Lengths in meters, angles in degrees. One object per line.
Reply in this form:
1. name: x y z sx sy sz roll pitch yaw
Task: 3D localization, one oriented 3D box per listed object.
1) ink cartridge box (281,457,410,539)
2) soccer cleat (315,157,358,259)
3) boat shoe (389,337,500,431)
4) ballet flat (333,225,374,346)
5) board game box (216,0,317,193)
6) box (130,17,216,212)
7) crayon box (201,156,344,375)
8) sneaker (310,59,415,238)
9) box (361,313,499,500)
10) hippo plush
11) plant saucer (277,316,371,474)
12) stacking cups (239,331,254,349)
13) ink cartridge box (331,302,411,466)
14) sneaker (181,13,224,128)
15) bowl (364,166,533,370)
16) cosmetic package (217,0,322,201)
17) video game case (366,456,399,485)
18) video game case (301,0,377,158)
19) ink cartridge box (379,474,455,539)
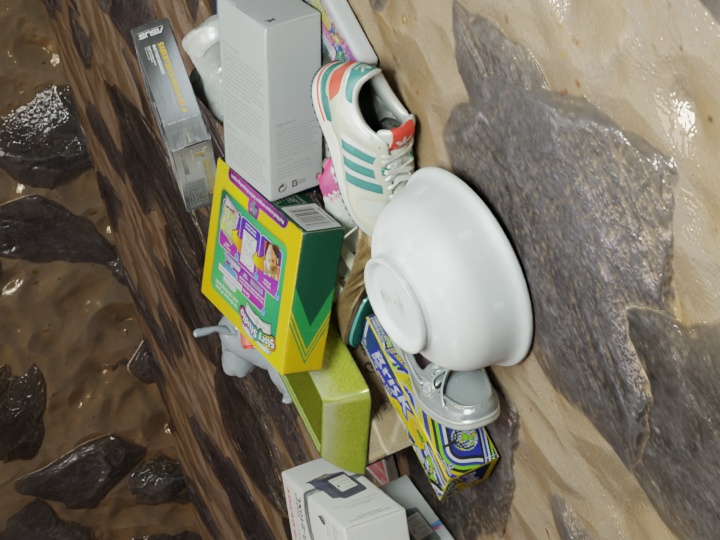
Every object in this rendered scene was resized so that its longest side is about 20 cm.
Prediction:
1. ink cartridge box: -0.014 0.326 1.738 0.200 0.083 0.147 -154 52 -63
2. soccer cleat: -0.004 -0.069 1.570 0.086 0.070 0.201 41 154 14
3. boat shoe: 0.078 0.083 1.454 0.203 0.074 0.065 -119 12 -49
4. ballet flat: 0.000 0.000 1.552 0.072 0.068 0.201 39 144 14
5. board game box: -0.109 -0.216 1.724 0.201 0.055 0.197 102 145 -62
6. box: -0.214 -0.179 1.699 0.200 0.048 0.160 95 155 -72
7. crayon box: -0.101 -0.009 1.606 0.200 0.058 0.175 41 130 47
8. sneaker: 0.021 -0.110 1.404 0.093 0.070 0.202 6 121 58
9. box: 0.072 0.135 1.547 0.202 0.064 0.070 62 163 21
10. hippo plush: -0.106 0.093 2.014 0.160 0.160 0.200 30 166 17
11. plant saucer: -0.053 0.124 1.704 0.201 0.047 0.201 95 151 -55
12. stacking cups: -0.131 -0.007 1.754 0.060 0.060 0.203 172 92 -73
13. ink cartridge box: 0.006 0.124 1.727 0.165 0.074 0.202 133 115 -74
14. sneaker: -0.145 -0.219 1.630 0.100 0.077 0.200 58 170 14
15. bowl: 0.065 0.014 1.336 0.201 0.090 0.203 48 153 34
16. cosmetic package: -0.095 -0.189 1.529 0.101 0.071 0.202 40 140 42
17. video game case: 0.000 0.183 1.922 0.143 0.017 0.203 -144 37 -63
18. video game case: -0.050 -0.244 1.525 0.202 0.023 0.183 64 156 20
19. ink cartridge box: 0.075 0.380 1.797 0.200 0.085 0.149 47 153 50
